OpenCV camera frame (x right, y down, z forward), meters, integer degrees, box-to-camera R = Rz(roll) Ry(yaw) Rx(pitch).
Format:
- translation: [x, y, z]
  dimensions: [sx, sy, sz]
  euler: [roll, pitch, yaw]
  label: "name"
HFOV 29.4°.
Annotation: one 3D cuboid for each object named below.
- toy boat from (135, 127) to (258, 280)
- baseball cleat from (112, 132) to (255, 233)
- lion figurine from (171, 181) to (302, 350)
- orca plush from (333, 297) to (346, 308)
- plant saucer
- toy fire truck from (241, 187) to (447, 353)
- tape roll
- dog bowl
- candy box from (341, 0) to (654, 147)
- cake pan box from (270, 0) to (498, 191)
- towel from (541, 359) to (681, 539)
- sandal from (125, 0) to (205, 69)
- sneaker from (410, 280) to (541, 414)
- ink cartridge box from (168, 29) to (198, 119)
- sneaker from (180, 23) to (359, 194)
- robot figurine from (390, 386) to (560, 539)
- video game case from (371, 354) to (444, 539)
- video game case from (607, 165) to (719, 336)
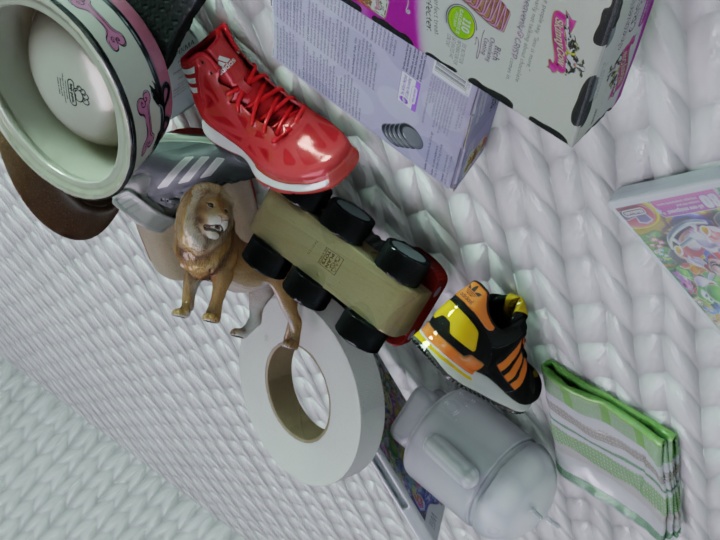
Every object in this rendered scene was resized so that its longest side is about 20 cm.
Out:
- translation: [-0.184, -0.089, 1.455]
  dimensions: [0.201, 0.129, 0.132]
  euler: [85, 162, -63]
  label: "toy boat"
- translation: [-0.159, -0.086, 1.322]
  dimensions: [0.198, 0.108, 0.070]
  euler: [8, -171, 17]
  label: "baseball cleat"
- translation: [-0.113, -0.001, 1.319]
  dimensions: [0.072, 0.124, 0.199]
  euler: [6, 168, 34]
  label: "lion figurine"
- translation: [-0.042, 0.033, 1.476]
  dimensions: [0.200, 0.104, 0.072]
  euler: [-166, 66, -72]
  label: "orca plush"
- translation: [-0.284, -0.132, 1.352]
  dimensions: [0.034, 0.202, 0.201]
  euler: [-14, 131, 23]
  label: "plant saucer"
- translation: [0.000, 0.000, 1.295]
  dimensions: [0.175, 0.129, 0.200]
  euler: [36, -164, 18]
  label: "toy fire truck"
- translation: [-0.054, 0.121, 1.419]
  dimensions: [0.202, 0.037, 0.205]
  euler: [19, 116, 46]
  label: "tape roll"
- translation: [-0.245, -0.165, 1.186]
  dimensions: [0.199, 0.074, 0.202]
  euler: [25, 135, 28]
  label: "dog bowl"
- translation: [0.071, -0.182, 0.791]
  dimensions: [0.199, 0.061, 0.137]
  euler: [36, 147, 18]
  label: "candy box"
- translation: [0.018, -0.166, 0.976]
  dimensions: [0.183, 0.052, 0.200]
  euler: [35, 160, 12]
  label: "cake pan box"
- translation: [0.237, 0.176, 1.310]
  dimensions: [0.148, 0.031, 0.201]
  euler: [29, 157, 30]
  label: "towel"
- translation: [-0.170, -0.219, 1.174]
  dimensions: [0.076, 0.048, 0.200]
  euler: [51, 135, -1]
  label: "sandal"
- translation: [0.128, 0.066, 1.230]
  dimensions: [0.070, 0.090, 0.200]
  euler: [46, -168, 34]
  label: "sneaker"
- translation: [-0.219, -0.258, 1.269]
  dimensions: [0.159, 0.047, 0.201]
  euler: [35, 143, 20]
  label: "ink cartridge box"
- translation: [-0.093, -0.143, 1.195]
  dimensions: [0.199, 0.079, 0.116]
  euler: [24, 155, 39]
  label: "sneaker"
- translation: [0.124, 0.203, 1.438]
  dimensions: [0.199, 0.114, 0.169]
  euler: [37, -167, 28]
  label: "robot figurine"
- translation: [0.038, 0.187, 1.519]
  dimensions: [0.201, 0.018, 0.143]
  euler: [60, -160, -14]
  label: "video game case"
- translation: [0.270, 0.013, 0.922]
  dimensions: [0.200, 0.018, 0.143]
  euler: [47, 159, -14]
  label: "video game case"
